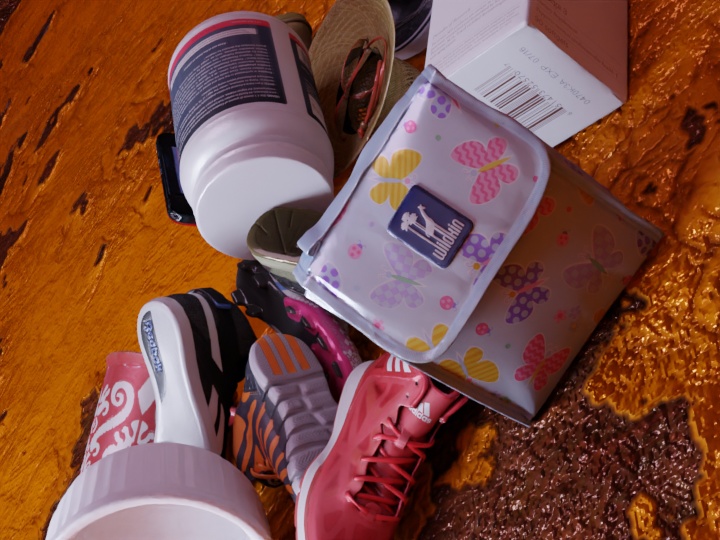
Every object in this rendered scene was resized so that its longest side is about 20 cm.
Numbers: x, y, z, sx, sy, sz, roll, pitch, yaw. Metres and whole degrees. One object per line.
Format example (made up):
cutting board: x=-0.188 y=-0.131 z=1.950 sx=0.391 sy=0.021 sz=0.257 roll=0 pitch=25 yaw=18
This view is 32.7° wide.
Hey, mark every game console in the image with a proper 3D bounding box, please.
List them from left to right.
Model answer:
game console: x=-0.129 y=-0.140 z=1.352 sx=0.201 sy=0.170 sz=0.120 roll=-113 pitch=32 yaw=-56

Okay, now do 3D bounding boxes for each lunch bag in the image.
lunch bag: x=0.073 y=-0.016 z=0.816 sx=0.171 sy=0.199 sz=0.127 roll=-54 pitch=29 yaw=7

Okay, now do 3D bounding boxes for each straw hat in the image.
straw hat: x=0.016 y=-0.164 z=1.155 sx=0.201 sy=0.084 sz=0.204 roll=-34 pitch=50 yaw=55

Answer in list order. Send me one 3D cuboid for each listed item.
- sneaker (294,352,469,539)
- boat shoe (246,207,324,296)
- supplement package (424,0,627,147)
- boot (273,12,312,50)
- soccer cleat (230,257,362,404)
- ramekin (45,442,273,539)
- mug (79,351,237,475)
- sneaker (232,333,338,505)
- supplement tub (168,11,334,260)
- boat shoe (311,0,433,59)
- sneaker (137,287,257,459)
sneaker: x=0.017 y=0.131 z=0.876 sx=0.116 sy=0.078 sz=0.202 roll=-45 pitch=28 yaw=50
boat shoe: x=-0.001 y=0.001 z=1.018 sx=0.198 sy=0.066 sz=0.072 roll=16 pitch=64 yaw=26
supplement package: x=0.135 y=-0.212 z=0.983 sx=0.117 sy=0.116 sz=0.202 roll=-30 pitch=41 yaw=43
boot: x=-0.081 y=-0.149 z=1.261 sx=0.175 sy=0.066 sz=0.201 roll=-39 pitch=57 yaw=4
soccer cleat: x=-0.036 y=0.044 z=1.078 sx=0.200 sy=0.085 sz=0.071 roll=47 pitch=132 yaw=39
ramekin: x=-0.159 y=0.235 z=0.971 sx=0.201 sy=0.199 sz=0.098 roll=-52 pitch=21 yaw=14
mug: x=-0.193 y=0.190 z=1.134 sx=0.177 sy=0.132 sz=0.203 roll=-15 pitch=55 yaw=55
sneaker: x=-0.046 y=0.158 z=0.994 sx=0.201 sy=0.077 sz=0.113 roll=65 pitch=147 yaw=38
supplement tub: x=-0.099 y=-0.124 z=1.114 sx=0.140 sy=0.139 sz=0.202 roll=-42 pitch=41 yaw=28
boat shoe: x=0.019 y=-0.256 z=1.254 sx=0.199 sy=0.067 sz=0.073 roll=-13 pitch=61 yaw=55
sneaker: x=-0.124 y=0.115 z=1.073 sx=0.072 sy=0.111 sz=0.203 roll=-2 pitch=98 yaw=38
